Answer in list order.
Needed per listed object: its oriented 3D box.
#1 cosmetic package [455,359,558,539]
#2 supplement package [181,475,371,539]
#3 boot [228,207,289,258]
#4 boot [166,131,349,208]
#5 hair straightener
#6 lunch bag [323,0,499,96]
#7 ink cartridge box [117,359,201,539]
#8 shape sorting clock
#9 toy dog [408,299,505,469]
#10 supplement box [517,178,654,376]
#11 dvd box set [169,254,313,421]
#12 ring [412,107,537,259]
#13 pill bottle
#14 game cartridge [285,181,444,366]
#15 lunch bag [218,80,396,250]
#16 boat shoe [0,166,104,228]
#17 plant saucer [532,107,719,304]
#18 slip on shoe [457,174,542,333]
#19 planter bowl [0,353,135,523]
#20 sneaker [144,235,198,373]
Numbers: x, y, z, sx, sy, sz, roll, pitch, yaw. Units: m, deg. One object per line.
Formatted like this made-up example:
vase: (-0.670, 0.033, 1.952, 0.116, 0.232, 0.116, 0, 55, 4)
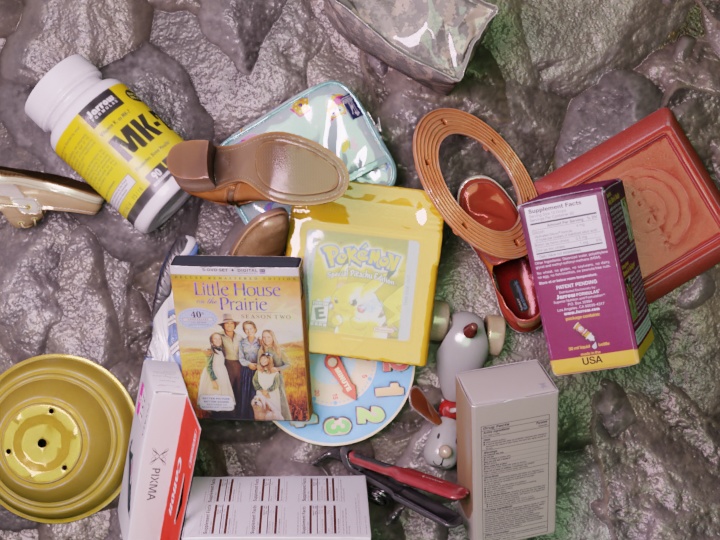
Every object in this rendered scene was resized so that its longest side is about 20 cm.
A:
cosmetic package: (0.165, 0.208, 1.414, 0.105, 0.071, 0.200, -8, 118, -10)
supplement package: (-0.092, 0.344, 1.384, 0.200, 0.147, 0.192, 0, 107, -2)
boot: (-0.110, 0.011, 1.408, 0.074, 0.200, 0.075, -16, 57, -33)
boot: (-0.100, -0.101, 1.353, 0.200, 0.155, 0.074, 10, 84, 9)
hair straightener: (0.027, 0.259, 1.437, 0.200, 0.041, 0.077, 14, 105, 25)
lunch bag: (0.045, -0.298, 1.442, 0.200, 0.164, 0.118, 27, 92, -1)
ink cartridge box: (-0.225, 0.223, 1.371, 0.043, 0.174, 0.200, 7, 106, -18)
shape sorting clock: (-0.034, 0.108, 1.479, 0.200, 0.039, 0.200, 0, 86, -2)
toy dog: (0.118, 0.129, 1.454, 0.132, 0.096, 0.200, -10, 87, -2)
supplement box: (0.260, 0.005, 1.424, 0.103, 0.131, 0.200, -10, 95, 23)
dvd box set: (-0.130, 0.077, 1.391, 0.146, 0.029, 0.200, 2, 118, 6)
ring: (0.134, -0.100, 1.445, 0.019, 0.200, 0.201, -36, 88, 40)
pill bottle: (-0.285, -0.149, 1.447, 0.200, 0.114, 0.114, 43, 86, 0)
game cartridge: (0.000, 0.000, 1.418, 0.176, 0.032, 0.200, 7, 93, 0)
lunch bag: (-0.059, -0.119, 1.468, 0.200, 0.077, 0.161, -30, 88, 1)
boat shoe: (-0.401, -0.084, 1.466, 0.200, 0.074, 0.066, 10, 99, 0)
plant saucer: (0.342, -0.069, 1.504, 0.200, 0.037, 0.200, -30, 88, -4)
slip on shoe: (0.172, -0.022, 1.483, 0.074, 0.061, 0.200, -20, 85, -2)
planter bowl: (-0.360, 0.197, 1.440, 0.200, 0.083, 0.201, 0, 86, -2)
sneaker: (-0.208, 0.058, 1.464, 0.077, 0.076, 0.200, 8, 96, -8)
